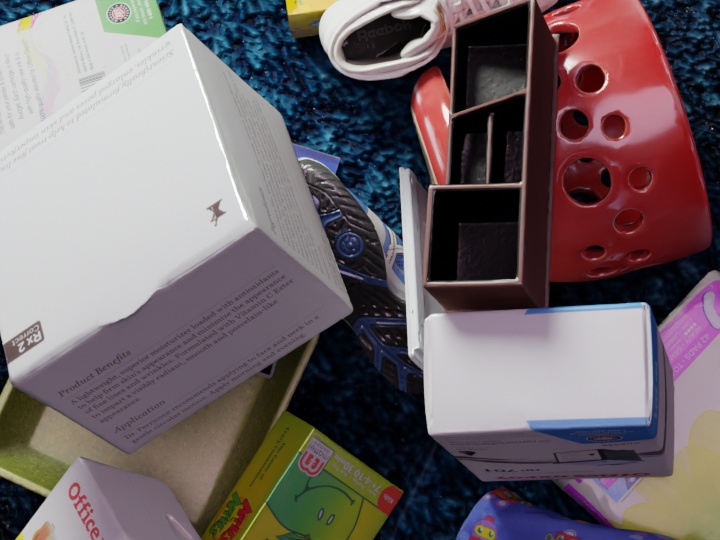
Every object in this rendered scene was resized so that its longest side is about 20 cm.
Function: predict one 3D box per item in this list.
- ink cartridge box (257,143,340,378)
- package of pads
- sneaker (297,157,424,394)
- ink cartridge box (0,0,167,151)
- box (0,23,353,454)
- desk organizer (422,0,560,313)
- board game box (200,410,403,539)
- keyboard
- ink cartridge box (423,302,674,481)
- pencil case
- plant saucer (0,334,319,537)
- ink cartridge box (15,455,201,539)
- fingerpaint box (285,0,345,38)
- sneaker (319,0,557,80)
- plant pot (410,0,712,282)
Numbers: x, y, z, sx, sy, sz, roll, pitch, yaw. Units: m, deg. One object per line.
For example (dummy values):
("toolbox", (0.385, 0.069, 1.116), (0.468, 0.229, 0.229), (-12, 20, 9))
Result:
("ink cartridge box", (-0.084, -0.025, 1.414), (0.099, 0.039, 0.201), (16, 61, 1))
("package of pads", (0.251, 0.121, 1.403), (0.154, 0.068, 0.200), (43, 85, 8))
("sneaker", (0.000, 0.000, 1.394), (0.076, 0.077, 0.200), (-29, 109, 16))
("ink cartridge box", (-0.228, -0.116, 1.416), (0.199, 0.088, 0.146), (-18, 52, -3))
("box", (-0.140, -0.020, 1.290), (0.198, 0.131, 0.201), (-32, 51, 14))
("desk organizer", (0.086, -0.074, 1.244), (0.071, 0.077, 0.201), (-1, 74, 16))
("board game box", (-0.066, 0.215, 1.379), (0.102, 0.048, 0.200), (38, 81, -33))
("keyboard", (0.049, 0.006, 1.380), (0.011, 0.056, 0.201), (-23, 40, 20))
("ink cartridge box", (0.133, 0.086, 1.283), (0.146, 0.200, 0.086), (-4, 73, 13))
("pencil case", (0.164, 0.212, 1.346), (0.199, 0.087, 0.078), (11, 82, 38))
("plant saucer", (-0.158, 0.095, 1.426), (0.199, 0.048, 0.200), (24, 82, 4))
("ink cartridge box", (-0.197, 0.253, 1.323), (0.200, 0.083, 0.145), (-52, 45, 12))
("fingerpaint box", (0.034, -0.279, 1.468), (0.199, 0.073, 0.168), (-6, 81, 0))
("sneaker", (0.068, -0.185, 1.371), (0.199, 0.116, 0.074), (-21, 106, 3))
("plant pot", (0.140, -0.084, 1.373), (0.182, 0.200, 0.201), (-17, 81, 1))
